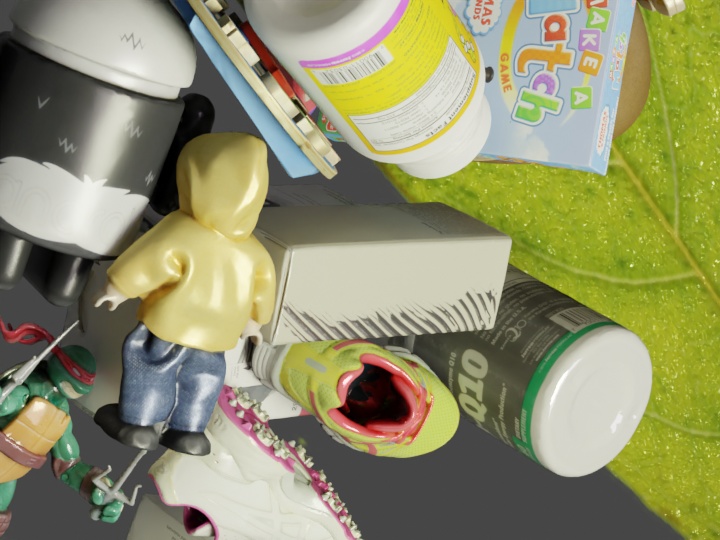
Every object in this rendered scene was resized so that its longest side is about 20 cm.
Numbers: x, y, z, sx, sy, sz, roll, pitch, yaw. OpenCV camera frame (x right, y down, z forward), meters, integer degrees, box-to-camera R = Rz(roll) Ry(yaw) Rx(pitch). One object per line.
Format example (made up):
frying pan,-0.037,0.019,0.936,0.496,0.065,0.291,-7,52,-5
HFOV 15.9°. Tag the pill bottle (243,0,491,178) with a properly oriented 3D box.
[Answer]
pill bottle,0.013,-0.133,1.571,0.105,0.104,0.200,-53,147,-8

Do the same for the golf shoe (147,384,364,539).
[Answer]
golf shoe,-0.069,0.155,1.730,0.091,0.075,0.200,-38,134,3

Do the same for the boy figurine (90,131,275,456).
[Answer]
boy figurine,-0.106,0.010,1.562,0.124,0.064,0.202,7,102,-35

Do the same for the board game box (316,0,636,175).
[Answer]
board game box,0.077,-0.150,1.682,0.037,0.199,0.153,19,81,-64

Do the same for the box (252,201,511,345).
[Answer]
box,0.000,0.000,1.683,0.199,0.082,0.069,-3,111,-41

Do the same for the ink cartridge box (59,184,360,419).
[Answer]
ink cartridge box,-0.093,0.023,1.726,0.199,0.085,0.147,-3,113,-40

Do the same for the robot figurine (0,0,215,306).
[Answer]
robot figurine,-0.177,-0.084,1.563,0.150,0.124,0.201,-2,115,-68

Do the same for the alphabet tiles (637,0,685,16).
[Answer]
alphabet tiles,0.157,-0.261,1.720,0.015,0.196,0.201,-29,103,-1

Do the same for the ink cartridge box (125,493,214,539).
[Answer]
ink cartridge box,-0.107,0.278,1.816,0.128,0.125,0.201,11,103,-46

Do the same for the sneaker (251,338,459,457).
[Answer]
sneaker,0.013,0.091,1.736,0.200,0.090,0.079,24,92,-50

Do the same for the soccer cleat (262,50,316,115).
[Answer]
soccer cleat,-0.035,-0.194,1.676,0.076,0.067,0.201,-19,119,-22

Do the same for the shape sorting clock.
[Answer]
shape sorting clock,-0.074,-0.139,1.575,0.039,0.200,0.200,-33,134,0

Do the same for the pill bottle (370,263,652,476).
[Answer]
pill bottle,0.103,0.057,1.841,0.113,0.200,0.114,-21,124,-34

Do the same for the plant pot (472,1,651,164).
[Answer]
plant pot,0.128,-0.151,1.789,0.200,0.186,0.187,17,99,-62

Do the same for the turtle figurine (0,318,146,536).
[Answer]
turtle figurine,-0.217,0.115,1.647,0.149,0.101,0.200,36,101,-32
